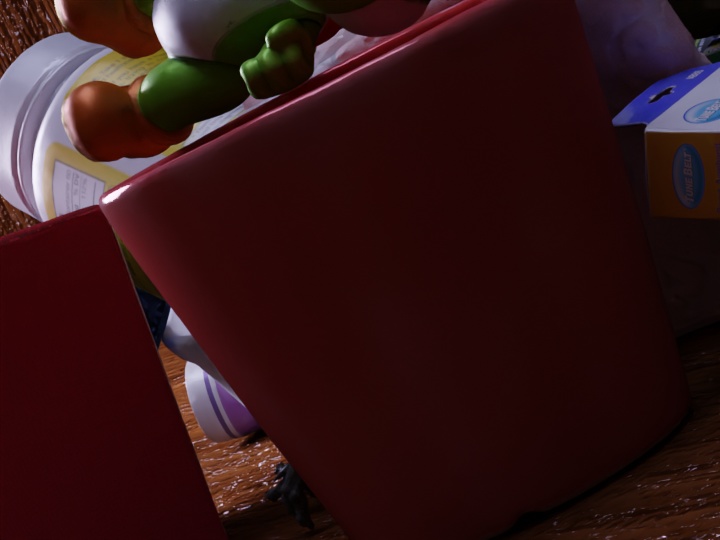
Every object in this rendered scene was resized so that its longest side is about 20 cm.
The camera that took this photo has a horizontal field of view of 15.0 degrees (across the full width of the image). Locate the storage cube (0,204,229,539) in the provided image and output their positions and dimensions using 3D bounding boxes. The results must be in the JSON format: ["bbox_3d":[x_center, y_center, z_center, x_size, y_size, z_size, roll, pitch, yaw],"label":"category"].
[{"bbox_3d":[-0.189,0.089,1.266,0.179,0.201,0.171,-22,2,-22],"label":"storage cube"}]

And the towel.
[{"bbox_3d":[0.074,-0.040,1.175,0.191,0.200,0.032,-28,25,27],"label":"towel"}]

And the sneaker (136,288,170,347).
[{"bbox_3d":[-0.146,0.070,1.422,0.078,0.070,0.201,-115,48,-74],"label":"sneaker"}]

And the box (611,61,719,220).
[{"bbox_3d":[0.199,-0.050,1.049,0.199,0.042,0.119,1,18,26],"label":"box"}]

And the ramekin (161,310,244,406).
[{"bbox_3d":[0.000,0.000,1.425,0.200,0.098,0.201,-41,15,13],"label":"ramekin"}]

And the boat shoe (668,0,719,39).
[{"bbox_3d":[0.128,-0.144,1.226,0.074,0.067,0.200,-20,-9,25],"label":"boat shoe"}]

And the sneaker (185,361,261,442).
[{"bbox_3d":[-0.034,0.042,1.655,0.114,0.073,0.201,-23,16,10],"label":"sneaker"}]

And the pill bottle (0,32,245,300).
[{"bbox_3d":[-0.084,-0.044,1.304,0.114,0.115,0.200,-31,38,-33],"label":"pill bottle"}]

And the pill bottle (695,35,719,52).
[{"bbox_3d":[0.160,-0.063,1.427,0.106,0.107,0.200,-31,7,-39],"label":"pill bottle"}]

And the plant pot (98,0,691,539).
[{"bbox_3d":[0.026,0.004,1.050,0.200,0.178,0.200,-27,4,2],"label":"plant pot"}]

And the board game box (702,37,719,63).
[{"bbox_3d":[0.253,-0.123,1.236,0.199,0.029,0.135,-20,4,11],"label":"board game box"}]

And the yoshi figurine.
[{"bbox_3d":[-0.043,-0.115,1.072,0.199,0.113,0.112,-21,23,33],"label":"yoshi figurine"}]

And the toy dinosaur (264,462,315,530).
[{"bbox_3d":[-0.011,0.065,1.225,0.088,0.047,0.200,-61,-18,9],"label":"toy dinosaur"}]
